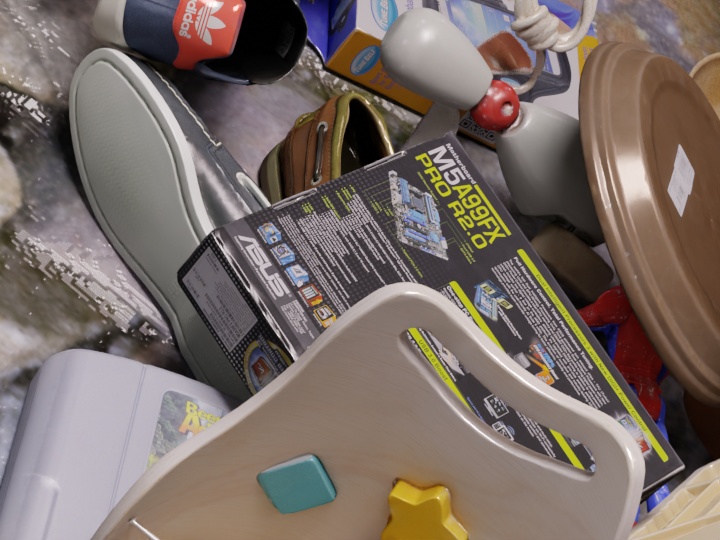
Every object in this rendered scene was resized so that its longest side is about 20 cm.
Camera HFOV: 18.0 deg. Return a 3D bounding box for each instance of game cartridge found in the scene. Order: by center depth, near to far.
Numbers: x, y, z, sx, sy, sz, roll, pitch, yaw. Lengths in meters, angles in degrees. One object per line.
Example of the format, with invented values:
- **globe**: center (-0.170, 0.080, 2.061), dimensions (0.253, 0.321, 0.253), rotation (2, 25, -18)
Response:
- **game cartridge**: center (-0.062, 0.117, 1.007), dimensions (0.200, 0.041, 0.133), rotation (28, 37, -18)

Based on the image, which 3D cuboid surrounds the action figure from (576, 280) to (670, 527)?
- **action figure**: center (0.125, 0.083, 1.184), dimensions (0.065, 0.099, 0.200), rotation (19, 67, -31)

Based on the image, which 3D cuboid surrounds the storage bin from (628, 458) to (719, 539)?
- **storage bin**: center (0.216, 0.189, 1.067), dimensions (0.200, 0.094, 0.199), rotation (64, 28, 1)

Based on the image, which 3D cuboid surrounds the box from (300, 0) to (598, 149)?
- **box**: center (0.053, -0.139, 1.333), dimensions (0.200, 0.041, 0.119), rotation (25, 42, -24)

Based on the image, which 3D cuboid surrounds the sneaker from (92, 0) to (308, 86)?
- **sneaker**: center (-0.057, -0.126, 1.153), dimensions (0.084, 0.075, 0.200), rotation (20, 14, 17)

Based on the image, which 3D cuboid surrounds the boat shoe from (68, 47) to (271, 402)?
- **boat shoe**: center (-0.074, -0.019, 1.094), dimensions (0.060, 0.076, 0.200), rotation (-17, 79, -46)

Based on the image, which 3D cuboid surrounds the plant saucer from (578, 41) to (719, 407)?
- **plant saucer**: center (0.170, -0.028, 1.181), dimensions (0.200, 0.029, 0.200), rotation (42, 38, -45)

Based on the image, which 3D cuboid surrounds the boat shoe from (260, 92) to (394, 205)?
- **boat shoe**: center (0.000, 0.000, 1.137), dimensions (0.072, 0.068, 0.200), rotation (6, 53, -39)

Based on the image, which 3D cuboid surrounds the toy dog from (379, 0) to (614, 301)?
- **toy dog**: center (0.085, -0.077, 1.254), dimensions (0.132, 0.096, 0.200), rotation (-34, 113, -14)

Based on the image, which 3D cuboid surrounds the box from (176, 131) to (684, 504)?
- **box**: center (0.034, 0.047, 1.041), dimensions (0.160, 0.044, 0.200), rotation (-25, 75, -40)

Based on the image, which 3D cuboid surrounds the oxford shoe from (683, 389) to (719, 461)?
- **oxford shoe**: center (0.235, 0.133, 1.219), dimensions (0.071, 0.071, 0.200), rotation (-26, 76, -45)

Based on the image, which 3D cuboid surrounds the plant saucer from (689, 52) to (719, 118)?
- **plant saucer**: center (0.274, -0.051, 1.443), dimensions (0.200, 0.035, 0.200), rotation (23, 44, -23)

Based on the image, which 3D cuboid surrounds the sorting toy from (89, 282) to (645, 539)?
- **sorting toy**: center (0.021, 0.103, 0.897), dimensions (0.200, 0.180, 0.107), rotation (37, 28, 10)
